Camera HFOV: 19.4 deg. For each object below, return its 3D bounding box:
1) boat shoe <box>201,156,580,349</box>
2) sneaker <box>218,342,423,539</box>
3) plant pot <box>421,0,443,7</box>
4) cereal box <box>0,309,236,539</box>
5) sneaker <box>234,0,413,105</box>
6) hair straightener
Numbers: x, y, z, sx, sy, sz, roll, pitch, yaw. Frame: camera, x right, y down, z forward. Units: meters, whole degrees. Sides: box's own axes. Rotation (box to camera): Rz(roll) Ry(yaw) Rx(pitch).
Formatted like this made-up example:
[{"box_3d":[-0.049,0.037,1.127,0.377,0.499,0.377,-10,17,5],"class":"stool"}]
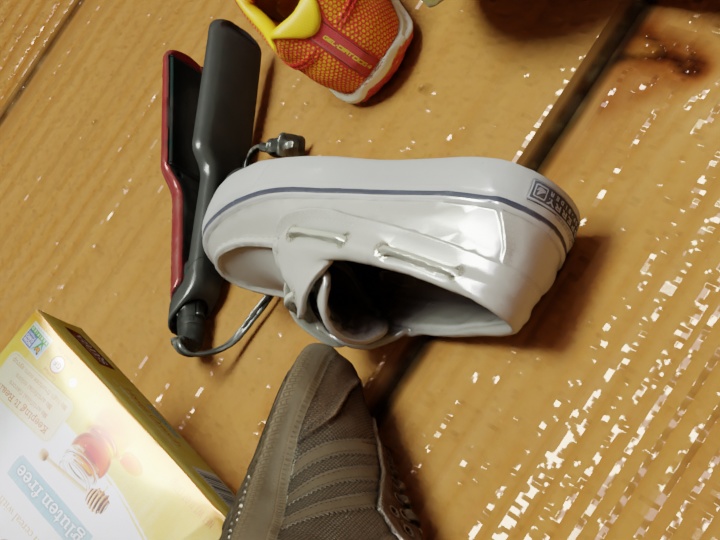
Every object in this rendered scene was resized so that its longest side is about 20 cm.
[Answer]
[{"box_3d":[0.000,0.000,0.846,0.200,0.072,0.066,2,57,43],"class":"boat shoe"},{"box_3d":[-0.012,0.100,0.778,0.200,0.075,0.071,-72,6,-61],"class":"sneaker"},{"box_3d":[0.032,-0.232,0.877,0.200,0.142,0.200,-53,7,9],"class":"plant pot"},{"box_3d":[-0.149,0.137,0.884,0.144,0.040,0.200,42,96,30],"class":"cereal box"},{"box_3d":[-0.035,-0.151,1.017,0.073,0.077,0.200,-52,31,7],"class":"sneaker"},{"box_3d":[-0.064,-0.043,0.987,0.077,0.041,0.200,-30,40,33],"class":"hair straightener"}]
